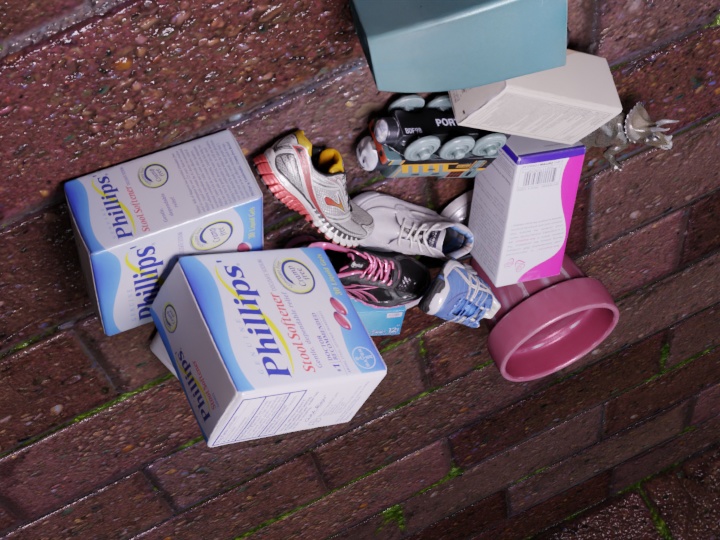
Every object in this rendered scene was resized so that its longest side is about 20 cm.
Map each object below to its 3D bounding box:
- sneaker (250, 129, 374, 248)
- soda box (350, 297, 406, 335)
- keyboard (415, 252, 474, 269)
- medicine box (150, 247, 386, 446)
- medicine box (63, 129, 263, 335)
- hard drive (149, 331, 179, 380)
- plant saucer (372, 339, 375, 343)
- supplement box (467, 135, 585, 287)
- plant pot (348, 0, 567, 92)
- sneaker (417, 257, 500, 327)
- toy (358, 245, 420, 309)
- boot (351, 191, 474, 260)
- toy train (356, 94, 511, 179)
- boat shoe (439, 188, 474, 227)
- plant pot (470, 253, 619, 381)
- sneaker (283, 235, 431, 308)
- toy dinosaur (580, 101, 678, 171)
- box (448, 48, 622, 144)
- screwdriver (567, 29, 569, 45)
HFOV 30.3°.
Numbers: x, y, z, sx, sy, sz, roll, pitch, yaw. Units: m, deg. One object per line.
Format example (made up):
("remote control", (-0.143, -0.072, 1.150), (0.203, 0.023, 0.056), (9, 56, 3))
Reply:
("sneaker", (-0.039, -0.094, 1.579), (0.082, 0.078, 0.200), (-41, 139, 11))
("soda box", (-0.044, 0.046, 1.780), (0.198, 0.068, 0.064), (-2, 147, -10))
("keyboard", (0.147, -0.030, 1.878), (0.199, 0.021, 0.127), (-16, -176, -36))
("medicine box", (-0.104, 0.080, 1.484), (0.199, 0.183, 0.103), (-5, 145, -38))
("medicine box", (-0.218, -0.040, 1.503), (0.199, 0.103, 0.183), (-20, 152, -16))
("hard drive", (-0.190, 0.082, 1.710), (0.027, 0.132, 0.200), (-34, 165, -46))
("plant saucer", (-0.076, 0.100, 1.824), (0.199, 0.200, 0.038), (-9, 108, -32))
("supplement box", (0.212, -0.092, 1.737), (0.100, 0.104, 0.201), (-10, 128, -21))
("plant pot", (0.093, -0.272, 1.356), (0.198, 0.142, 0.142), (-18, 152, -2))
("sneaker", (0.134, 0.033, 1.742), (0.076, 0.077, 0.200), (-56, 166, 16))
("toy", (0.008, 0.007, 1.851), (0.115, 0.047, 0.200), (-28, 148, 12))
("boot", (0.067, -0.055, 1.726), (0.199, 0.095, 0.074), (0, 105, -51))
("toy train", (0.089, -0.156, 1.615), (0.199, 0.086, 0.114), (-7, 156, -35))
("boat shoe", (0.205, -0.078, 1.860), (0.199, 0.069, 0.072), (-10, 148, -31))
("plant pot", (0.257, 0.039, 1.989), (0.199, 0.180, 0.200), (-22, 153, -12))
("sneaker", (0.000, 0.000, 1.705), (0.198, 0.080, 0.095), (10, 171, -11))
("toy dinosaur", (0.315, -0.187, 1.788), (0.198, 0.077, 0.103), (4, 140, -2))
("box", (0.206, -0.214, 1.582), (0.199, 0.078, 0.095), (5, 153, -40))
("screwdriver", (0.239, -0.307, 1.545), (0.029, 0.028, 0.201), (-50, 162, -27))
